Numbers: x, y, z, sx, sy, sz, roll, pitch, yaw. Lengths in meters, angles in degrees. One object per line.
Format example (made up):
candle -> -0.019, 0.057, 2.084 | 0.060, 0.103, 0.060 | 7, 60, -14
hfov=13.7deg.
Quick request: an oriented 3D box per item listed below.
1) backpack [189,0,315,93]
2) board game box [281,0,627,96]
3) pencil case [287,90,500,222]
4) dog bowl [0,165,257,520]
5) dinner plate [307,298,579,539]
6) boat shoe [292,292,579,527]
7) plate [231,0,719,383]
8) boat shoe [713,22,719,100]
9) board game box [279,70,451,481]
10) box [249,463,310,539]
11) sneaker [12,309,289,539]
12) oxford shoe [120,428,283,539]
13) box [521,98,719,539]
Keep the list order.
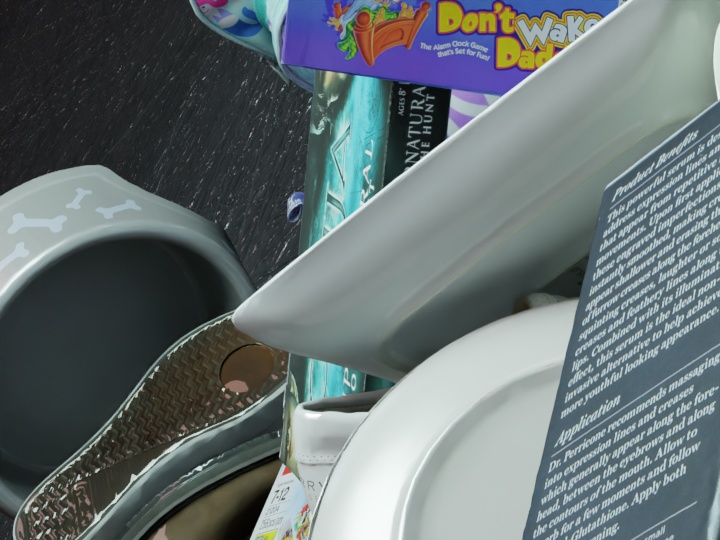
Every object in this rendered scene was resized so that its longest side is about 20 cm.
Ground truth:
backpack -> 0.004, -0.173, 1.497 | 0.178, 0.200, 0.151 | -49, 30, 27
board game box -> 0.050, -0.099, 1.140 | 0.200, 0.134, 0.045 | -56, -26, -80
pencil case -> 0.055, -0.083, 1.419 | 0.200, 0.084, 0.086 | -52, 6, 15
dog bowl -> -0.136, 0.049, 1.553 | 0.200, 0.200, 0.059 | -58, 35, 4
dinner plate -> 0.078, 0.088, 0.946 | 0.024, 0.199, 0.201 | 70, -145, -55
boat shoe -> 0.073, 0.041, 1.029 | 0.199, 0.070, 0.071 | -19, 14, -11
plate -> 0.081, -0.011, 1.061 | 0.200, 0.199, 0.032 | -38, 62, 17
boat shoe -> 0.167, -0.065, 0.989 | 0.060, 0.072, 0.202 | -10, 7, 25
board game box -> 0.000, 0.000, 1.267 | 0.135, 0.028, 0.201 | -145, 59, -73
box -> 0.008, 0.107, 1.313 | 0.200, 0.035, 0.110 | -27, 37, 60
sneaker -> -0.083, 0.094, 1.533 | 0.200, 0.085, 0.073 | -39, 47, -3
oxford shoe -> -0.086, 0.154, 1.454 | 0.200, 0.084, 0.073 | -41, -12, 3
box -> 0.139, 0.061, 0.848 | 0.107, 0.148, 0.200 | -38, 27, 48
